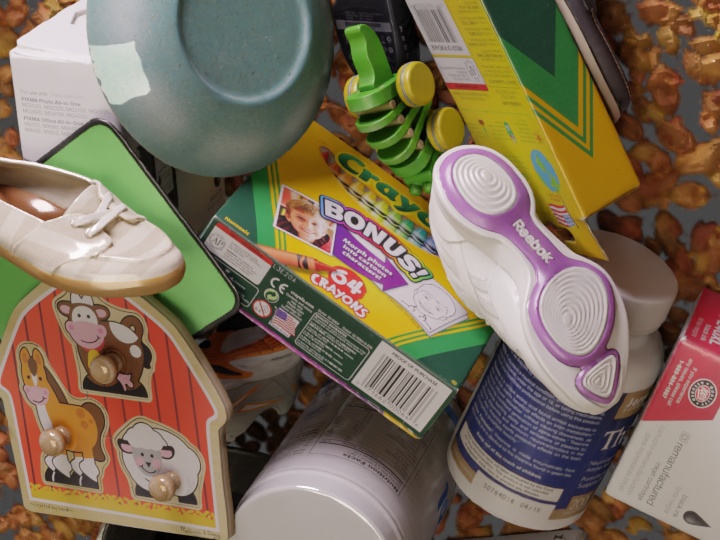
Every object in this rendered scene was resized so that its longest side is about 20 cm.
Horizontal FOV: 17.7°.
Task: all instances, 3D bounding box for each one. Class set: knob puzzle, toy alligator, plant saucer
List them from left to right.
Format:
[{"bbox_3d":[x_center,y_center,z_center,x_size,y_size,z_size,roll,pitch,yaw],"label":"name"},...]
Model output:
[{"bbox_3d":[-0.178,0.087,1.581,0.219,0.030,0.220,13,116,27],"label":"knob puzzle"},{"bbox_3d":[-0.087,-0.163,1.540,0.039,0.201,0.201,-2,118,52],"label":"plant saucer"},{"bbox_3d":[0.039,-0.080,1.584,0.059,0.054,0.200,-7,130,39],"label":"toy alligator"}]

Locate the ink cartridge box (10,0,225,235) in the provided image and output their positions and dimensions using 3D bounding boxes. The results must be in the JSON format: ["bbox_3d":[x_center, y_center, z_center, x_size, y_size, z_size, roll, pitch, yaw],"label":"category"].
[{"bbox_3d":[-0.165,-0.083,1.624,0.083,0.145,0.200,8,118,22],"label":"ink cartridge box"}]

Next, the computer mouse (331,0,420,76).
[{"bbox_3d":[0.006,-0.215,1.572,0.059,0.034,0.200,12,123,39],"label":"computer mouse"}]

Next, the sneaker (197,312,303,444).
[{"bbox_3d":[-0.125,0.098,1.699,0.076,0.200,0.092,46,145,46],"label":"sneaker"}]

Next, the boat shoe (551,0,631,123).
[{"bbox_3d":[0.136,-0.193,1.517,0.063,0.073,0.200,-32,101,-13],"label":"boat shoe"}]

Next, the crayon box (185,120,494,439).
[{"bbox_3d":[0.000,0.000,1.599,0.200,0.173,0.058,36,125,0],"label":"crayon box"}]

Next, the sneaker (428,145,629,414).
[{"bbox_3d":[0.111,0.012,1.539,0.200,0.075,0.100,59,159,17],"label":"sneaker"}]

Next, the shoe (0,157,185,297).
[{"bbox_3d":[-0.206,-0.034,1.518,0.200,0.070,0.053,18,129,20],"label":"shoe"}]

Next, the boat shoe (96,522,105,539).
[{"bbox_3d":[-0.193,0.251,1.851,0.075,0.068,0.200,25,119,8],"label":"boat shoe"}]

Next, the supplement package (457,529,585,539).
[{"bbox_3d":[0.081,0.292,1.696,0.156,0.200,0.111,-8,112,23],"label":"supplement package"}]

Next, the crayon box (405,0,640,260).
[{"bbox_3d":[0.112,-0.107,1.537,0.051,0.127,0.200,-31,106,-16],"label":"crayon box"}]

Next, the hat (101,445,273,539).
[{"bbox_3d":[-0.113,0.209,1.785,0.200,0.081,0.201,-5,113,-13],"label":"hat"}]

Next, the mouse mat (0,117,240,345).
[{"bbox_3d":[-0.189,0.002,1.576,0.200,0.008,0.161,-32,98,34],"label":"mouse mat"}]

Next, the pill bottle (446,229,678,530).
[{"bbox_3d":[0.145,0.075,1.620,0.111,0.111,0.200,27,121,6],"label":"pill bottle"}]

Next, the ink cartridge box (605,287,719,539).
[{"bbox_3d":[0.294,0.126,1.607,0.200,0.083,0.145,25,120,7],"label":"ink cartridge box"}]

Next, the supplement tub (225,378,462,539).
[{"bbox_3d":[-0.005,0.162,1.664,0.132,0.200,0.132,8,117,16],"label":"supplement tub"}]
